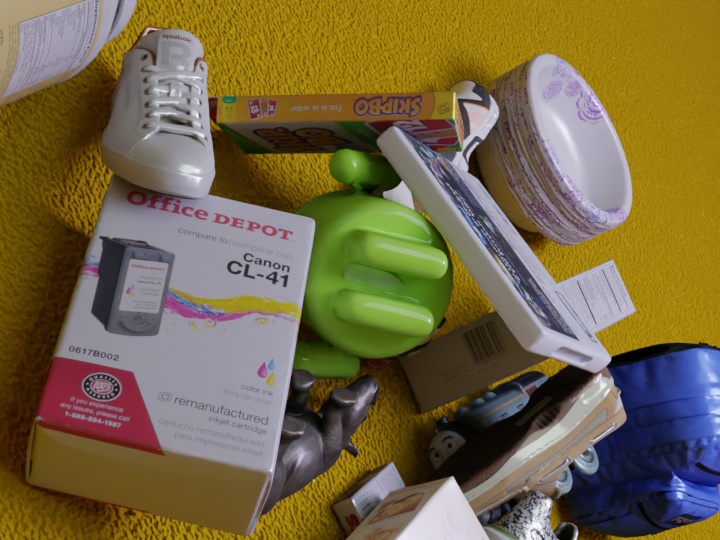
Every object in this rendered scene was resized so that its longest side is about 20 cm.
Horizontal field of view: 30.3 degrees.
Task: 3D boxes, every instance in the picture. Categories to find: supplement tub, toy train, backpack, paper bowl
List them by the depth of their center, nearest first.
[{"bbox_3d":[-0.241,-0.172,0.816,0.146,0.145,0.200,60,33,-8],"label":"supplement tub"},{"bbox_3d":[0.134,0.163,1.190,0.199,0.085,0.114,-18,70,-54],"label":"toy train"},{"bbox_3d":[0.294,0.164,1.297,0.162,0.199,0.169,13,58,-51],"label":"backpack"},{"bbox_3d":[0.200,-0.123,1.438,0.200,0.104,0.202,32,46,-39],"label":"paper bowl"}]

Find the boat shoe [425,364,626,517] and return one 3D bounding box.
[{"bbox_3d":[0.137,0.158,1.078,0.077,0.199,0.072,58,-11,-16],"label":"boat shoe"}]

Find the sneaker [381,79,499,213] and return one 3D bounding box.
[{"bbox_3d":[0.079,-0.143,1.311,0.080,0.073,0.201,50,35,-18],"label":"sneaker"}]

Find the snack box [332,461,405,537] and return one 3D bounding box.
[{"bbox_3d":[0.047,0.256,1.051,0.072,0.024,0.201,-31,95,-58],"label":"snack box"}]

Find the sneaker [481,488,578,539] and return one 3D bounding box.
[{"bbox_3d":[0.157,0.251,1.078,0.089,0.077,0.201,-46,134,-18],"label":"sneaker"}]

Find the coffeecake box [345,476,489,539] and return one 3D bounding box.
[{"bbox_3d":[0.030,0.270,0.948,0.200,0.073,0.154,-39,102,-47],"label":"coffeecake box"}]

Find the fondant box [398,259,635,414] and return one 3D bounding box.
[{"bbox_3d":[0.145,0.058,1.208,0.199,0.144,0.059,-15,80,-57],"label":"fondant box"}]

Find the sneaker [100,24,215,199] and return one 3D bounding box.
[{"bbox_3d":[-0.138,-0.117,0.909,0.072,0.085,0.200,8,24,-22],"label":"sneaker"}]

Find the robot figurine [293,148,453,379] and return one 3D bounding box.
[{"bbox_3d":[0.000,0.000,1.014,0.115,0.200,0.177,10,95,-16],"label":"robot figurine"}]

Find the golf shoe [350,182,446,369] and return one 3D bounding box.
[{"bbox_3d":[0.040,-0.015,1.157,0.072,0.092,0.202,29,46,-40],"label":"golf shoe"}]

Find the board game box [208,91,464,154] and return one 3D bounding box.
[{"bbox_3d":[-0.022,-0.113,1.033,0.096,0.198,0.030,50,44,-77],"label":"board game box"}]

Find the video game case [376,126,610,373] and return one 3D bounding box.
[{"bbox_3d":[0.105,-0.012,1.025,0.201,0.023,0.182,56,15,22],"label":"video game case"}]

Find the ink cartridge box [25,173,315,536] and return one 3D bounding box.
[{"bbox_3d":[-0.116,0.049,0.848,0.146,0.086,0.201,13,52,-6],"label":"ink cartridge box"}]

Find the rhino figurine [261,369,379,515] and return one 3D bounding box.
[{"bbox_3d":[-0.041,0.120,0.971,0.060,0.088,0.200,31,24,22],"label":"rhino figurine"}]
